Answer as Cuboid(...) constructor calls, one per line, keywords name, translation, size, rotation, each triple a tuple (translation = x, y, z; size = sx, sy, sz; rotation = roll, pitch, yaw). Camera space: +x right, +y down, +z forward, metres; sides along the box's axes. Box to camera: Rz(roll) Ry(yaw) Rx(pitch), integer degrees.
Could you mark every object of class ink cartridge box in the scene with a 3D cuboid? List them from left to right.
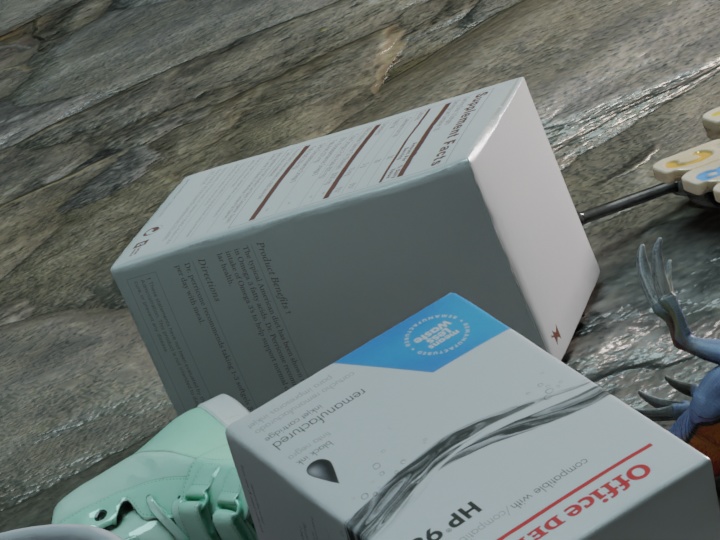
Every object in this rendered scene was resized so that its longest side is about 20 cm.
Cuboid(name="ink cartridge box", translation=(0.055, 0.096, 1.028), size=(0.116, 0.067, 0.200), rotation=(-30, 37, -22))

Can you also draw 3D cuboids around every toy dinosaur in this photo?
Cuboid(name="toy dinosaur", translation=(0.159, 0.045, 1.121), size=(0.182, 0.105, 0.200), rotation=(-47, 35, -8))

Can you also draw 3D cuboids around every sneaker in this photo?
Cuboid(name="sneaker", translation=(-0.067, 0.125, 1.190), size=(0.118, 0.074, 0.200), rotation=(-33, 20, -12))

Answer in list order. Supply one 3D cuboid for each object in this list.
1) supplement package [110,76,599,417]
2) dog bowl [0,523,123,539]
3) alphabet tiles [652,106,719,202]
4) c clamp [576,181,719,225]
Cuboid(name="supplement package", translation=(0.000, 0.000, 1.385), size=(0.200, 0.117, 0.117), rotation=(-15, 19, 23))
Cuboid(name="dog bowl", translation=(-0.167, 0.186, 1.114), size=(0.200, 0.079, 0.200), rotation=(-21, 18, 7))
Cuboid(name="alphabet tiles", translation=(0.252, -0.078, 1.403), size=(0.195, 0.015, 0.200), rotation=(-21, 15, -12))
Cuboid(name="c clamp", translation=(0.227, -0.045, 1.396), size=(0.171, 0.027, 0.200), rotation=(-26, 16, -26))
